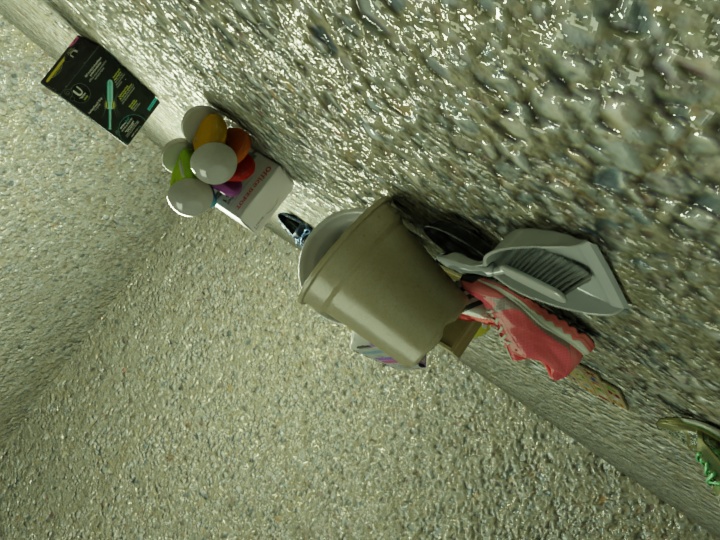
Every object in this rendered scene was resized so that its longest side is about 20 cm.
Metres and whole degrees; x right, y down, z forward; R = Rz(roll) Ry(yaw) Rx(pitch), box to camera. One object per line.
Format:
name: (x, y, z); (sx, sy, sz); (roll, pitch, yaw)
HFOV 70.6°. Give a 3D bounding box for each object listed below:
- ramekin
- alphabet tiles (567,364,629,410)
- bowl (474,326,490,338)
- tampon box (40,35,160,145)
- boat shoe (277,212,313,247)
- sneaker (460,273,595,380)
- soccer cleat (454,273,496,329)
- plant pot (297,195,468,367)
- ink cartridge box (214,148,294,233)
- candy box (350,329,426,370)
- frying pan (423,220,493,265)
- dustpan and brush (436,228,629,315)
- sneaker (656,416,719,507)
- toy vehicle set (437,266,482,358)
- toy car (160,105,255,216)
ramekin: (0.000, 0.000, 0.899); (0.200, 0.201, 0.098); (33, -179, 20)
alphabet tiles: (0.428, 0.206, 0.982); (0.166, 0.006, 0.200); (30, 172, 42)
bowl: (0.166, 0.084, 1.026); (0.200, 0.108, 0.200); (36, 174, 4)
tampon box: (-0.642, -0.444, 1.266); (0.126, 0.150, 0.200); (31, 173, 32)
boat shoe: (-0.199, -0.119, 1.656); (0.199, 0.084, 0.069); (31, -175, 19)
sneaker: (0.214, 0.077, 0.695); (0.199, 0.087, 0.074); (33, -175, 7)
soccer cleat: (0.188, 0.044, 0.781); (0.199, 0.086, 0.069); (9, 180, 23)
plant pot: (0.044, 0.029, 0.724); (0.183, 0.201, 0.200); (40, 175, 5)
ink cartridge box: (-0.267, -0.196, 1.109); (0.199, 0.146, 0.084); (32, 172, 23)
candy box: (0.064, 0.104, 1.060); (0.071, 0.169, 0.200); (-10, 154, 31)
frying pan: (0.143, -0.019, 0.685); (0.115, 0.031, 0.190); (33, 177, 22)
dustpan and brush: (0.164, -0.002, 0.544); (0.139, 0.057, 0.200); (40, 173, -41)
sneaker: (0.497, 0.274, 0.695); (0.077, 0.089, 0.200); (39, 174, -38)
toy vehicle set: (0.132, 0.055, 0.896); (0.026, 0.125, 0.200); (39, 174, -39)
toy car: (-0.287, -0.202, 0.988); (0.149, 0.200, 0.176); (16, -140, -44)
